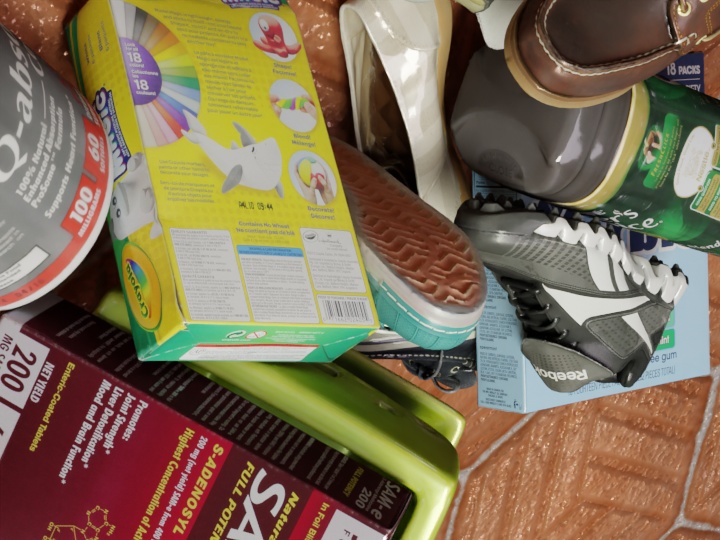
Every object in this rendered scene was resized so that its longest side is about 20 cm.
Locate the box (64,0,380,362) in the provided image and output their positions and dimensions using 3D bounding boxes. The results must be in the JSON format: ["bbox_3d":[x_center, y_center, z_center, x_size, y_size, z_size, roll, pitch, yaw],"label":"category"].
[{"bbox_3d":[-0.070,-0.057,0.878,0.116,0.202,0.048,4,154,-40],"label":"box"}]

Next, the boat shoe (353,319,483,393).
[{"bbox_3d":[0.049,0.041,1.123,0.199,0.074,0.063,-3,116,-47],"label":"boat shoe"}]

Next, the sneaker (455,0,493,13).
[{"bbox_3d":[-0.026,-0.174,0.850,0.089,0.199,0.077,-50,-175,32],"label":"sneaker"}]

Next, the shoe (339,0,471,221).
[{"bbox_3d":[0.019,-0.067,1.016,0.053,0.069,0.202,-32,128,-39],"label":"shoe"}]

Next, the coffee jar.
[{"bbox_3d":[0.147,-0.067,1.016,0.199,0.104,0.086,15,96,-40],"label":"coffee jar"}]

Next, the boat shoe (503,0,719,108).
[{"bbox_3d":[0.155,-0.144,0.928,0.199,0.071,0.070,-31,178,-36],"label":"boat shoe"}]

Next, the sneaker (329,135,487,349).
[{"bbox_3d":[0.000,0.000,0.949,0.071,0.200,0.081,5,114,-29],"label":"sneaker"}]

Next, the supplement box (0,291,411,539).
[{"bbox_3d":[-0.089,0.107,0.850,0.110,0.199,0.061,-63,176,14],"label":"supplement box"}]

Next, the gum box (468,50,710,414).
[{"bbox_3d":[0.139,-0.028,1.111,0.169,0.044,0.203,-8,99,-40],"label":"gum box"}]

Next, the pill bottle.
[{"bbox_3d":[-0.193,-0.065,0.763,0.116,0.116,0.200,-49,152,-1],"label":"pill bottle"}]

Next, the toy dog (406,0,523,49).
[{"bbox_3d":[0.071,-0.184,0.963,0.198,0.133,0.096,-7,164,-33],"label":"toy dog"}]

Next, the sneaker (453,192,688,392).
[{"bbox_3d":[0.112,0.019,1.008,0.199,0.066,0.091,22,83,-51],"label":"sneaker"}]

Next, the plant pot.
[{"bbox_3d":[-0.063,0.122,0.971,0.201,0.198,0.181,-62,175,14],"label":"plant pot"}]
